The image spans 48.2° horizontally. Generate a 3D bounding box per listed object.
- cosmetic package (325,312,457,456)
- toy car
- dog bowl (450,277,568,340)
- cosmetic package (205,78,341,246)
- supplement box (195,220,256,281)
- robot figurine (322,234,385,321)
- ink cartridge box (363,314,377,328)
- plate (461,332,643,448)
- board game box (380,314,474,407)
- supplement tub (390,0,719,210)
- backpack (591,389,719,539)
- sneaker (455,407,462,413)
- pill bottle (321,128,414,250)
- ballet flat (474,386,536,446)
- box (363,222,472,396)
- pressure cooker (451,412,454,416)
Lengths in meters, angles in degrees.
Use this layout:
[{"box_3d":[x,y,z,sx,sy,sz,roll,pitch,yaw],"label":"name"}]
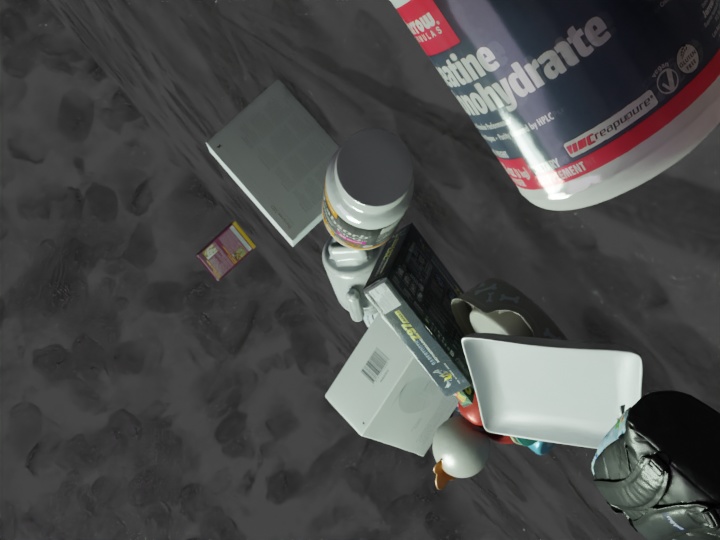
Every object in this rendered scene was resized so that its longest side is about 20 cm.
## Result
[{"box_3d":[0.079,0.194,1.414,0.199,0.201,0.123,30,-175,-46],"label":"cosmetic package"},{"box_3d":[0.186,0.269,1.309,0.184,0.202,0.176,37,-179,38],"label":"toy car"},{"box_3d":[0.208,0.095,1.060,0.200,0.059,0.200,47,170,10],"label":"dog bowl"},{"box_3d":[-0.114,-0.163,1.222,0.201,0.150,0.052,48,170,4],"label":"cosmetic package"},{"box_3d":[-0.516,-0.075,3.084,0.132,0.199,0.103,50,169,-11],"label":"supplement box"},{"box_3d":[0.000,0.000,1.397,0.110,0.172,0.202,1,143,16],"label":"robot figurine"},{"box_3d":[0.052,0.129,1.556,0.159,0.046,0.204,36,123,47],"label":"ink cartridge box"},{"box_3d":[0.228,0.137,0.939,0.196,0.033,0.202,4,138,24],"label":"plate"},{"box_3d":[0.109,0.099,1.201,0.200,0.023,0.106,48,-147,-18],"label":"board game box"},{"box_3d":[0.096,-0.148,0.424,0.201,0.140,0.140,51,169,-15],"label":"supplement tub"},{"box_3d":[0.319,0.207,0.825,0.162,0.153,0.202,39,146,17],"label":"backpack"},{"box_3d":[0.197,0.262,1.637,0.201,0.082,0.070,51,169,-15],"label":"sneaker"},{"box_3d":[0.009,-0.102,1.028,0.117,0.116,0.200,47,170,5],"label":"pill bottle"},{"box_3d":[0.186,0.162,1.062,0.201,0.067,0.063,59,180,-40],"label":"ballet flat"},{"box_3d":[0.098,0.053,1.152,0.201,0.051,0.158,52,-148,-15],"label":"box"},{"box_3d":[0.108,0.276,1.758,0.176,0.177,0.201,2,-136,-47],"label":"pressure cooker"}]
